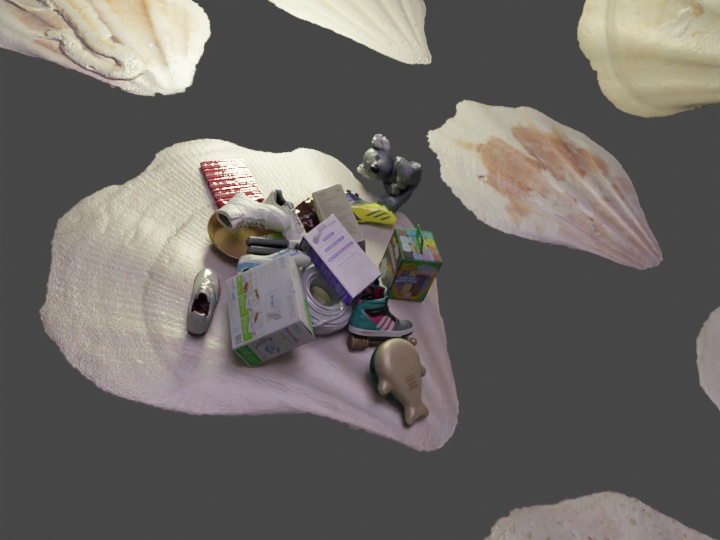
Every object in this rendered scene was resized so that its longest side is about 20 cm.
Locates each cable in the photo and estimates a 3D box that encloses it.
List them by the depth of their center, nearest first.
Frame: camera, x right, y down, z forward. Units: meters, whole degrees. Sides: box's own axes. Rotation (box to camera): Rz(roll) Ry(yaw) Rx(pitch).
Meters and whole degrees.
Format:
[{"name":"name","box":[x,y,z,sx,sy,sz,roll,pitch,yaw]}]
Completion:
[{"name":"cable","box":[-0.099,0.064,1.576,0.195,0.069,0.205,1,60,-33]}]

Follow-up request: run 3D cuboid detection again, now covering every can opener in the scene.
[{"name":"can opener","box":[-0.200,-0.062,1.596,0.194,0.067,0.054,2,61,-26]}]

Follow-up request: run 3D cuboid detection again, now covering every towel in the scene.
[{"name":"towel","box":[-0.376,-0.254,1.801,0.141,0.023,0.202,-10,53,-29]}]

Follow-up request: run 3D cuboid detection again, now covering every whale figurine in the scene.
[{"name":"whale figurine","box":[0.093,0.270,1.488,0.156,0.103,0.205,-19,83,-38]}]

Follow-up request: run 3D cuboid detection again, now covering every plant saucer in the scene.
[{"name":"plant saucer","box":[-0.319,-0.093,1.665,0.194,0.036,0.204,14,45,-14]}]

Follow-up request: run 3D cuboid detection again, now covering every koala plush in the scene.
[{"name":"koala plush","box":[0.087,-0.321,1.984,0.198,0.180,0.183,36,33,12]}]

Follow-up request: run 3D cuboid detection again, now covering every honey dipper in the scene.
[{"name":"honey dipper","box":[0.061,0.183,1.581,0.194,0.038,0.039,3,47,-25]}]

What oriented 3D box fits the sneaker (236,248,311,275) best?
[{"name":"sneaker","box":[-0.214,-0.008,1.529,0.193,0.072,0.075,-8,66,12]}]

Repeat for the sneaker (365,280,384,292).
[{"name":"sneaker","box":[0.000,0.000,1.689,0.074,0.086,0.201,-23,61,-38]}]

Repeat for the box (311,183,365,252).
[{"name":"box","box":[-0.060,-0.130,1.694,0.092,0.078,0.204,-18,61,-7]}]

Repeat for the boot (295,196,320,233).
[{"name":"boot","box":[-0.124,-0.118,1.775,0.164,0.073,0.202,-28,67,-25]}]

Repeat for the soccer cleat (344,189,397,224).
[{"name":"soccer cleat","box":[0.017,-0.174,1.894,0.195,0.065,0.086,23,72,-9]}]

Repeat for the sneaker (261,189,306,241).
[{"name":"sneaker","box":[-0.197,-0.135,1.687,0.201,0.081,0.075,49,34,11]}]

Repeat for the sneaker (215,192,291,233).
[{"name":"sneaker","box":[-0.288,-0.128,1.628,0.195,0.075,0.116,22,43,22]}]

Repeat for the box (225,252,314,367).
[{"name":"box","box":[-0.213,0.088,1.437,0.172,0.097,0.204,-23,51,6]}]

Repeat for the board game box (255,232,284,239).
[{"name":"board game box","box":[-0.211,-0.001,1.605,0.094,0.030,0.204,-13,68,-37]}]

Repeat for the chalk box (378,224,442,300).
[{"name":"chalk box","box":[0.143,-0.032,1.701,0.120,0.203,0.127,6,46,-19]}]

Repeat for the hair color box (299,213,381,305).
[{"name":"hair color box","box":[-0.052,-0.027,1.560,0.108,0.065,0.202,-36,85,-27]}]

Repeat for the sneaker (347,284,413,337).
[{"name":"sneaker","box":[0.061,0.102,1.578,0.195,0.125,0.083,4,10,-35]}]

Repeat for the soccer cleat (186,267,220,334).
[{"name":"soccer cleat","box":[-0.367,0.057,1.464,0.068,0.087,0.204,11,45,-14]}]
